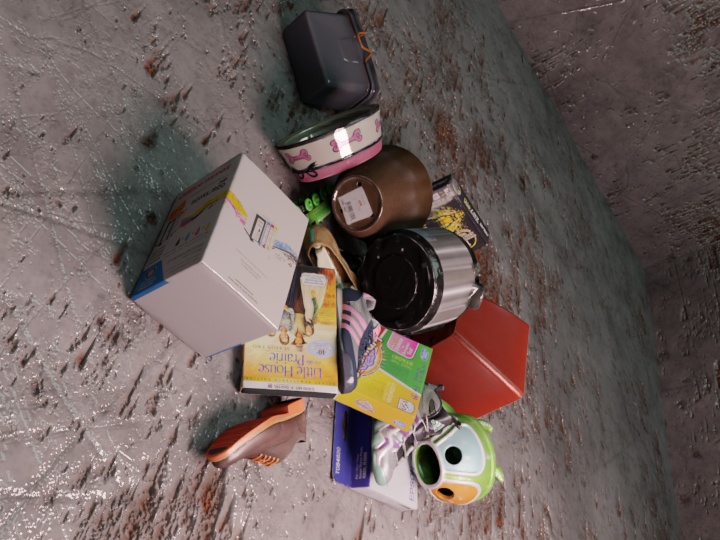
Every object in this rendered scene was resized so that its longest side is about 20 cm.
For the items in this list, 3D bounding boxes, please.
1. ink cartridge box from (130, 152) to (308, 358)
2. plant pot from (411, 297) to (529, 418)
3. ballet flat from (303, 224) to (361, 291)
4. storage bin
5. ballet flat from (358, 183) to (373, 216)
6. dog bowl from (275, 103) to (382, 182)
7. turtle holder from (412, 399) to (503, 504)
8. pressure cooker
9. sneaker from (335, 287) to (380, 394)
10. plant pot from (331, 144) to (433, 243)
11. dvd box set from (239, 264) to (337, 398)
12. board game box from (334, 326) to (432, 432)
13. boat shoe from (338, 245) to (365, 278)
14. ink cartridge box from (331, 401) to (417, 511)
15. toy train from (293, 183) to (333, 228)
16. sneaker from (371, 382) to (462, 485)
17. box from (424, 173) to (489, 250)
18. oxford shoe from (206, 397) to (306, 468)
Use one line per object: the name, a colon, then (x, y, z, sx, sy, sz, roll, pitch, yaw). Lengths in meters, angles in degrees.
ink cartridge box: (-0.183, -0.020, 0.935, 0.145, 0.145, 0.203, 45, 39, -32)
plant pot: (0.206, 0.163, 1.402, 0.176, 0.199, 0.202, 41, 39, -17)
ballet flat: (-0.041, 0.015, 1.187, 0.073, 0.066, 0.203, -91, 158, -59)
storage bin: (-0.060, -0.423, 1.380, 0.133, 0.144, 0.205, -10, 80, -47)
ballet flat: (0.016, -0.110, 1.385, 0.046, 0.067, 0.204, -27, 99, -27)
dog bowl: (-0.048, -0.223, 1.224, 0.200, 0.196, 0.075, -50, 122, -55)
turtle holder: (0.158, 0.310, 1.206, 0.129, 0.139, 0.191, 4, 82, -40)
pressure cooker: (0.116, 0.013, 1.218, 0.198, 0.177, 0.180, -8, 72, -53)
sneaker: (-0.004, 0.105, 1.083, 0.080, 0.071, 0.203, 6, 45, -11)
plant pot: (0.022, -0.127, 1.239, 0.191, 0.183, 0.200, 67, 20, -2)
dvd box set: (-0.106, 0.086, 1.035, 0.142, 0.030, 0.205, 7, 61, -16)
board game box: (0.009, 0.154, 1.122, 0.196, 0.041, 0.155, 23, 42, 1)
boat shoe: (0.000, 0.003, 1.276, 0.199, 0.067, 0.075, 41, 41, -38)
ink cartridge box: (0.031, 0.286, 1.185, 0.199, 0.040, 0.204, 36, 44, -41)
toy train: (-0.093, -0.101, 1.223, 0.200, 0.041, 0.058, -45, 119, -56)
sneaker: (0.095, 0.258, 1.121, 0.079, 0.136, 0.203, 79, 20, -46)
box: (0.144, -0.089, 1.426, 0.162, 0.197, 0.050, 54, 34, -22)
oxford shoe: (-0.130, 0.236, 0.944, 0.199, 0.070, 0.075, -16, 90, -59)
